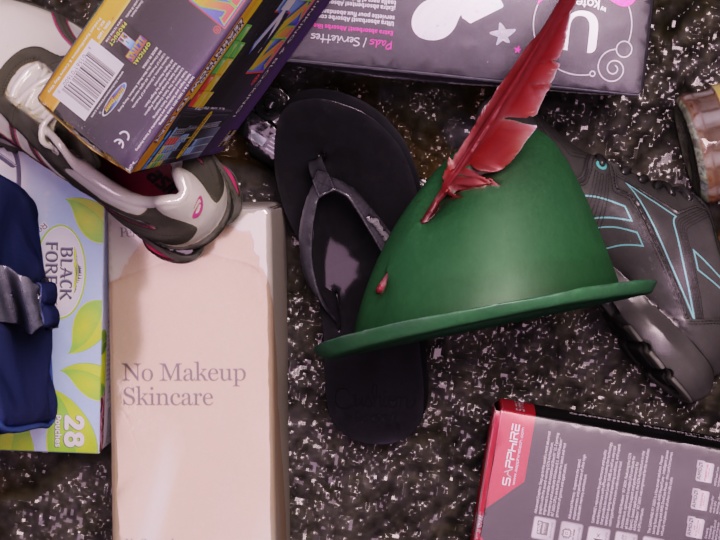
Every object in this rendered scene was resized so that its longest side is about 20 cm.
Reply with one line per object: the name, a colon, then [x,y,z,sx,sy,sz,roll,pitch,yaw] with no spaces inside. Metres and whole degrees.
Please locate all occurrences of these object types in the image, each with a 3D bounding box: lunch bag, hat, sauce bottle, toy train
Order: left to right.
lunch bag: [-0.211,0.018,0.909,0.131,0.200,0.137,-9,88,0]
toy train: [0.016,-0.035,1.043,0.199,0.034,0.046,33,98,1]
hat: [0.057,-0.061,0.938,0.198,0.165,0.178,-12,87,19]
sauce bottle: [0.271,-0.087,1.011,0.198,0.065,0.065,-14,93,5]

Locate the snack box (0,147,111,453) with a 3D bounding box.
snack box: [-0.216,-0.005,1.040,0.167,0.068,0.202,3,95,2]

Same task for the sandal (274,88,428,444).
sandal: [0.001,0.000,1.018,0.075,0.043,0.202,-9,105,15]

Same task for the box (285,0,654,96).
box: [0.050,-0.155,0.985,0.198,0.132,0.116,7,97,3]

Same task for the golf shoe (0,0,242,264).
golf shoe: [-0.146,-0.085,0.956,0.199,0.088,0.077,34,85,9]

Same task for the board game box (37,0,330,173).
board game box: [-0.045,-0.141,0.844,0.057,0.165,0.201,38,101,5]

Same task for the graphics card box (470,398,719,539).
graphics card box: [0.160,0.149,1.038,0.198,0.051,0.127,9,93,4]

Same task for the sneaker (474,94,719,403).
sneaker: [0.140,-0.025,1.026,0.079,0.075,0.200,-41,99,-5]

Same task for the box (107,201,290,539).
box: [-0.087,0.064,1.032,0.094,0.078,0.202,-2,94,4]
